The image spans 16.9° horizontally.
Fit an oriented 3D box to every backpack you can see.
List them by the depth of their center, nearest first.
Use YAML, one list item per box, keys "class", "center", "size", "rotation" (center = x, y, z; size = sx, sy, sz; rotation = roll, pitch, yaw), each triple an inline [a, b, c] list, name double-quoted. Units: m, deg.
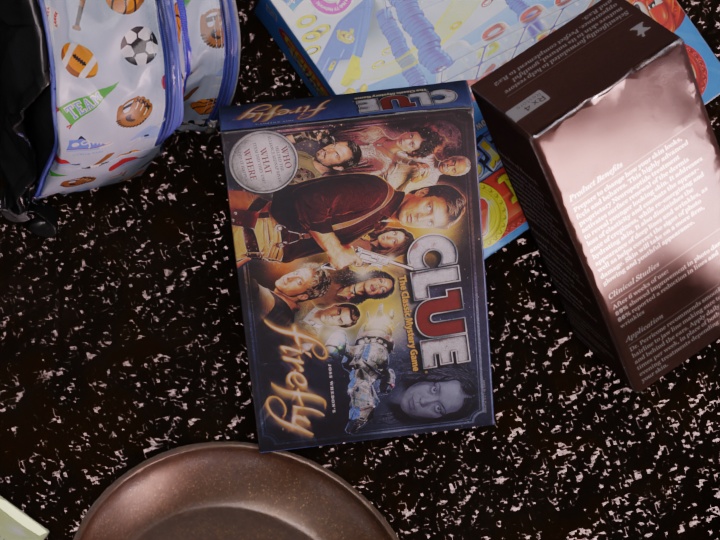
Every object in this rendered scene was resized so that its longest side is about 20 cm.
- class: "backpack"
  center: [-0.144, -0.138, 1.299]
  size: [0.154, 0.191, 0.200]
  rotation: [-17, 86, -9]

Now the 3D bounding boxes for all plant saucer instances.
- class: "plant saucer"
  center: [-0.065, 0.189, 1.324]
  size: [0.200, 0.037, 0.201]
  rotation: [8, 56, -12]

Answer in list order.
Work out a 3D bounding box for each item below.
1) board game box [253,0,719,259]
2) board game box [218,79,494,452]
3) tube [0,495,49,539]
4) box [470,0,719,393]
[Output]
- class: "board game box"
  center: [0.076, -0.129, 1.394]
  size: [0.200, 0.056, 0.196]
  rotation: [-35, 90, -9]
- class: "board game box"
  center: [0.000, 0.000, 1.325]
  size: [0.135, 0.035, 0.200]
  rotation: [-7, 119, -2]
- class: "tube"
  center: [-0.262, 0.199, 1.326]
  size: [0.200, 0.052, 0.058]
  rotation: [-53, 133, -14]
- class: "box"
  center: [0.145, -0.040, 1.333]
  size: [0.100, 0.075, 0.200]
  rotation: [-33, 131, -10]
